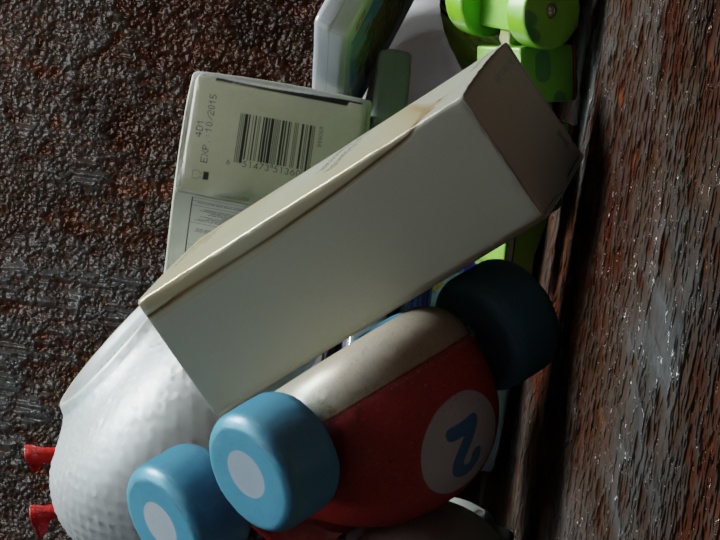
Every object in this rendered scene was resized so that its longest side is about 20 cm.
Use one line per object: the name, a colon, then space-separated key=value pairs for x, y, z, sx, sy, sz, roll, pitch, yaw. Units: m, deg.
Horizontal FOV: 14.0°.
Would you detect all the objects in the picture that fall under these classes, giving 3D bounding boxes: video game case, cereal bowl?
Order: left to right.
cereal bowl: x=-0.106 y=0.067 z=1.629 sx=0.200 sy=0.083 sz=0.200 roll=-46 pitch=9 yaw=9
video game case: x=0.000 y=0.000 z=1.664 sx=0.182 sy=0.023 sz=0.201 roll=107 pitch=169 yaw=-71
video game case: x=0.023 y=-0.178 z=1.602 sx=0.183 sy=0.022 sz=0.200 roll=-62 pitch=-4 yaw=-12

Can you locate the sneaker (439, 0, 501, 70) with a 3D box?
sneaker: x=0.079 y=-0.147 z=1.592 sx=0.200 sy=0.075 sz=0.077 roll=99 pitch=179 yaw=-63

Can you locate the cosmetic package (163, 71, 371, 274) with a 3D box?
cosmetic package: x=-0.055 y=-0.043 z=1.658 sx=0.200 sy=0.105 sz=0.071 roll=116 pitch=163 yaw=-75

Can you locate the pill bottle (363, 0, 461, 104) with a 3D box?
pill bottle: x=0.054 y=-0.178 z=1.888 sx=0.200 sy=0.109 sz=0.110 roll=-85 pitch=4 yaw=-54

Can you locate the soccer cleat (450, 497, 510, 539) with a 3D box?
soccer cleat: x=0.024 y=0.212 z=1.501 sx=0.070 sy=0.086 sz=0.201 roll=103 pitch=174 yaw=-66

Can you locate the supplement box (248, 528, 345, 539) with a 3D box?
supplement box: x=-0.038 y=0.200 z=1.675 sx=0.110 sy=0.199 sz=0.086 roll=-92 pitch=10 yaw=-78

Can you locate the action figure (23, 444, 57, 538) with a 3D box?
action figure: x=-0.097 y=0.118 z=1.748 sx=0.052 sy=0.199 sz=0.066 roll=79 pitch=-176 yaw=-68

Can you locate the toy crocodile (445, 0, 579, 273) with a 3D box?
toy crocodile: x=0.084 y=-0.094 z=1.485 sx=0.067 sy=0.062 sz=0.201 roll=18 pitch=108 yaw=52

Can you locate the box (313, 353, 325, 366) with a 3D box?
box: x=-0.033 y=0.093 z=1.871 sx=0.200 sy=0.060 sz=0.117 roll=5 pitch=-81 yaw=-75

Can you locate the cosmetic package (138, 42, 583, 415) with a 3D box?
cosmetic package: x=0.001 y=-0.019 z=1.416 sx=0.200 sy=0.073 sz=0.104 roll=-33 pitch=8 yaw=22

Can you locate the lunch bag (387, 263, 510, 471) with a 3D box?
lunch bag: x=0.053 y=0.007 z=1.648 sx=0.161 sy=0.082 sz=0.201 roll=-114 pitch=31 yaw=-81

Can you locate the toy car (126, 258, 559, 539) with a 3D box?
toy car: x=0.027 y=0.131 z=1.414 sx=0.201 sy=0.184 sz=0.177 roll=59 pitch=145 yaw=1
